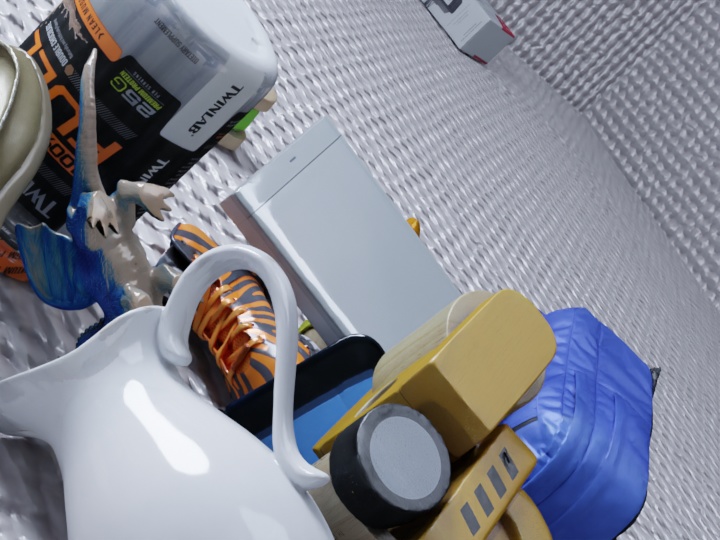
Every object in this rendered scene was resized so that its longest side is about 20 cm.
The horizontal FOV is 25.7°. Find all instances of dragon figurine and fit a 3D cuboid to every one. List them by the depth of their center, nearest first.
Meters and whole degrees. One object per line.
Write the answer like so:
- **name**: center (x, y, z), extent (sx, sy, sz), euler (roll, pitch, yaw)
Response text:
- **dragon figurine**: center (-0.147, -0.011, 0.865), extent (0.059, 0.099, 0.202), euler (-34, 109, -43)

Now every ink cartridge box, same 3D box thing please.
- **ink cartridge box**: center (0.185, -0.502, 2.985), extent (0.201, 0.083, 0.145), euler (54, 17, 20)

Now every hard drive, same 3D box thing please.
- **hard drive**: center (0.000, 0.000, 1.116), extent (0.201, 0.027, 0.132), euler (53, 40, -7)

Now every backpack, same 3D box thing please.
- **backpack**: center (0.135, 0.139, 1.261), extent (0.167, 0.163, 0.201), euler (33, 32, -16)

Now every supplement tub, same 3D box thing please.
- **supplement tub**: center (-0.154, -0.093, 0.935), extent (0.122, 0.200, 0.123), euler (43, 17, -16)

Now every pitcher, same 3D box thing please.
- **pitcher**: center (-0.071, 0.102, 0.760), extent (0.201, 0.171, 0.121), euler (55, 13, 26)

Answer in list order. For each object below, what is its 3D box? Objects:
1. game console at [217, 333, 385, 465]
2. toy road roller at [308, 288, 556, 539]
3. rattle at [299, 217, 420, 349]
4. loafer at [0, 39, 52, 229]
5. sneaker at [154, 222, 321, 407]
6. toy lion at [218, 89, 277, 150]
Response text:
- **game console**: center (-0.026, 0.136, 0.892), extent (0.201, 0.118, 0.170), euler (55, 19, 24)
- **toy road roller**: center (0.048, 0.122, 0.852), extent (0.146, 0.123, 0.200), euler (48, 46, -3)
- **rattle**: center (0.051, 0.089, 1.189), extent (0.200, 0.142, 0.130), euler (50, -4, 29)
- **loafer**: center (-0.212, -0.053, 0.802), extent (0.068, 0.075, 0.202), euler (63, 25, -46)
- **sneaker**: center (-0.094, 0.041, 1.042), extent (0.112, 0.078, 0.200), euler (32, 13, -33)
- **toy lion**: center (-0.183, -0.220, 1.421), extent (0.191, 0.069, 0.201), euler (25, 28, -40)
